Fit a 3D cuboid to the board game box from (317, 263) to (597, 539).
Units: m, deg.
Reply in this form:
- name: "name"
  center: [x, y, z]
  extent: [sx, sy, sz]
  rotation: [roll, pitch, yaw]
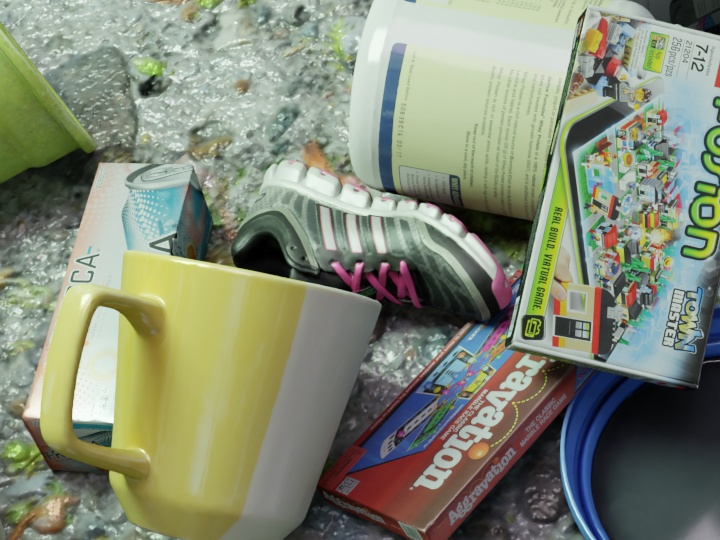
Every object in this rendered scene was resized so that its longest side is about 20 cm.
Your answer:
- name: "board game box"
  center: [0.073, 0.074, 1.154]
  extent: [0.200, 0.019, 0.103]
  rotation: [-46, 35, -22]

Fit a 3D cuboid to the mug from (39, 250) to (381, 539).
- name: "mug"
  center: [-0.093, 0.073, 1.115]
  extent: [0.186, 0.149, 0.153]
  rotation: [12, 88, -14]

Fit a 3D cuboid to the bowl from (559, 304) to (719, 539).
- name: "bowl"
  center: [0.214, 0.110, 1.112]
  extent: [0.200, 0.039, 0.201]
  rotation: [-5, 53, 7]

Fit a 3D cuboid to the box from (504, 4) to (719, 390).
- name: "box"
  center: [0.158, -0.041, 1.116]
  extent: [0.110, 0.035, 0.200]
  rotation: [13, 84, -1]

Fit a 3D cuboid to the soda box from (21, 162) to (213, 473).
- name: "soda box"
  center: [-0.149, 0.028, 1.228]
  extent: [0.068, 0.064, 0.200]
  rotation: [2, 55, 12]

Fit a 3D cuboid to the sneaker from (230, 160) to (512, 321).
- name: "sneaker"
  center: [0.000, 0.000, 1.215]
  extent: [0.200, 0.074, 0.087]
  rotation: [22, 61, 31]

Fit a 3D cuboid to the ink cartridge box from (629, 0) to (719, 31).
- name: "ink cartridge box"
  center: [0.197, -0.233, 1.343]
  extent: [0.200, 0.086, 0.148]
  rotation: [-28, 54, -9]

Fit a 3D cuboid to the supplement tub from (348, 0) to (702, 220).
- name: "supplement tub"
  center: [0.105, -0.105, 1.221]
  extent: [0.200, 0.145, 0.145]
  rotation: [12, 57, 12]

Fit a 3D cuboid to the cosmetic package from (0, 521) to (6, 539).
- name: "cosmetic package"
  center: [-0.314, 0.058, 1.150]
  extent: [0.123, 0.200, 0.199]
  rotation: [-23, 53, -9]

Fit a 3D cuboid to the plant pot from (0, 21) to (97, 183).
- name: "plant pot"
  center: [-0.308, -0.105, 1.294]
  extent: [0.184, 0.200, 0.200]
  rotation: [-38, 55, -4]
